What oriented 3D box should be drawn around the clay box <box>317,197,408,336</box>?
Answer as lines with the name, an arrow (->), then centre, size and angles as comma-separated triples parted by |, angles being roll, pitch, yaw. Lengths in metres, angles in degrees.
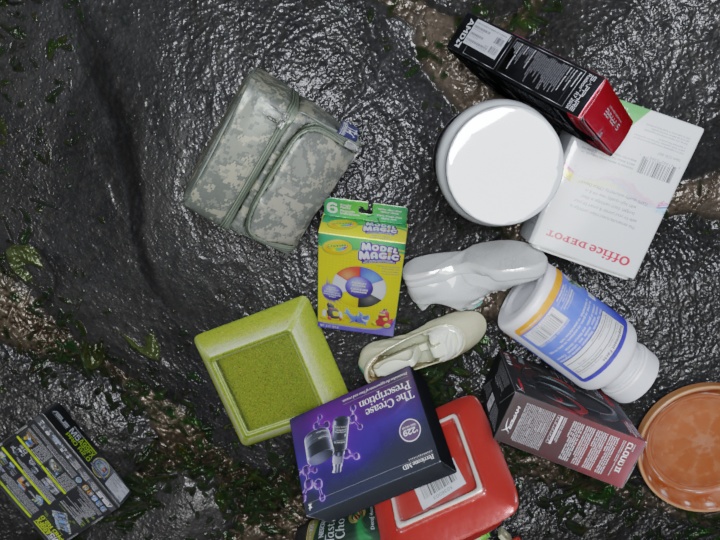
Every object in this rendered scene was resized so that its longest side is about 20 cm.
clay box -> 0.000, 0.000, 0.768 | 0.114, 0.048, 0.201 | 7, 132, 4

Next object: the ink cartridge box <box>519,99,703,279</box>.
ink cartridge box -> 0.315, -0.108, 0.734 | 0.144, 0.088, 0.202 | 19, 103, 2

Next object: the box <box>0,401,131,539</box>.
box -> -0.508, 0.343, 0.943 | 0.160, 0.044, 0.201 | -34, 98, 13

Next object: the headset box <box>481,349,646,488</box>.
headset box -> 0.278, 0.200, 0.779 | 0.198, 0.149, 0.076 | 21, 105, 1

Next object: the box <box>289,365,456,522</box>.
box -> 0.013, 0.243, 0.788 | 0.199, 0.079, 0.142 | -27, 56, 12

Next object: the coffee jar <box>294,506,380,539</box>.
coffee jar -> -0.011, 0.422, 0.881 | 0.199, 0.104, 0.086 | -27, 111, 10

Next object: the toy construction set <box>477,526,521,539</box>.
toy construction set -> 0.157, 0.461, 0.882 | 0.199, 0.092, 0.132 | -37, 73, 5

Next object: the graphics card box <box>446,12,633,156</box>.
graphics card box -> 0.205, -0.215, 0.652 | 0.200, 0.125, 0.051 | 44, 109, 35

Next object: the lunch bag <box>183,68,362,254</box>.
lunch bag -> -0.112, -0.138, 0.741 | 0.167, 0.140, 0.201 | 28, 107, -21

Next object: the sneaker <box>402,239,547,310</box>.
sneaker -> 0.161, 0.016, 0.783 | 0.198, 0.075, 0.089 | -7, 120, 28

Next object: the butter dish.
butter dish -> 0.128, 0.321, 0.825 | 0.199, 0.200, 0.148 | -28, 126, 10

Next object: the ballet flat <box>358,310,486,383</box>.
ballet flat -> 0.090, 0.116, 0.820 | 0.199, 0.070, 0.070 | -22, 100, 10

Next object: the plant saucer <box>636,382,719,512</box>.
plant saucer -> 0.505, 0.257, 0.831 | 0.198, 0.032, 0.202 | 1, 104, 4

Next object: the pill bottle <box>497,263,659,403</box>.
pill bottle -> 0.297, 0.089, 0.770 | 0.199, 0.112, 0.112 | 35, 104, -4

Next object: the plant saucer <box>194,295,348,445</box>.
plant saucer -> -0.137, 0.166, 0.863 | 0.198, 0.048, 0.201 | -20, 101, 10

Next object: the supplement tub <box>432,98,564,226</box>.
supplement tub -> 0.159, -0.131, 0.684 | 0.139, 0.200, 0.142 | 1, 104, 5
